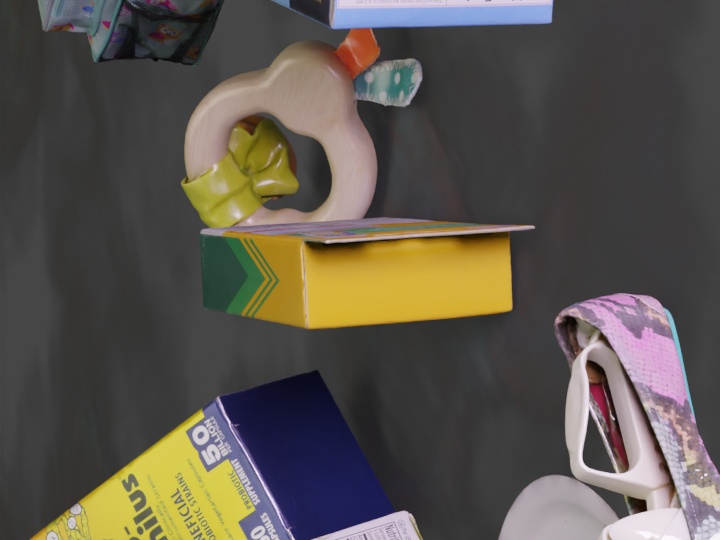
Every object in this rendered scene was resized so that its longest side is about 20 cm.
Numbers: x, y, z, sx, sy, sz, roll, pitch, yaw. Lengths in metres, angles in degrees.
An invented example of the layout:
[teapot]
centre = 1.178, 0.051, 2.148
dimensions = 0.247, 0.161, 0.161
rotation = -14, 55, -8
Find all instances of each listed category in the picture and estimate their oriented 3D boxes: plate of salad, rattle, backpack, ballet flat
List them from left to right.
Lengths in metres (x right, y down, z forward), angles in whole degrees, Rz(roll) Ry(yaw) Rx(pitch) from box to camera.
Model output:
[backpack]
centre = -0.151, -0.256, 1.572
dimensions = 0.200, 0.153, 0.176
rotation = -40, 52, 55
[rattle]
centre = -0.017, -0.106, 1.423
dimensions = 0.130, 0.143, 0.200
rotation = 42, 123, 16
[plate of salad]
centre = 0.103, 0.206, 1.162
dimensions = 0.200, 0.048, 0.200
rotation = 177, 90, -67
[ballet flat]
centre = 0.134, 0.100, 1.040
dimensions = 0.069, 0.071, 0.200
rotation = 121, 139, -52

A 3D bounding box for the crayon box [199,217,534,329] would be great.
[crayon box]
centre = 0.000, 0.000, 1.273
dimensions = 0.200, 0.126, 0.052
rotation = -175, 81, -67

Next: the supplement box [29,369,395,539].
[supplement box]
centre = -0.097, 0.164, 1.428
dimensions = 0.200, 0.109, 0.109
rotation = -38, 75, 33

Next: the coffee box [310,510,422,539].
[coffee box]
centre = -0.022, 0.290, 1.221
dimensions = 0.200, 0.198, 0.200
rotation = -116, 13, -45

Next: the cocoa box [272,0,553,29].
[cocoa box]
centre = 0.008, -0.210, 1.210
dimensions = 0.200, 0.133, 0.131
rotation = -145, 54, -62
